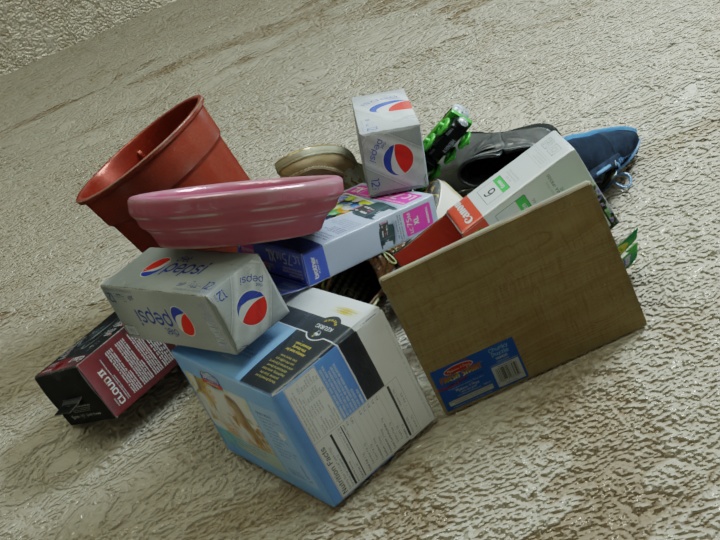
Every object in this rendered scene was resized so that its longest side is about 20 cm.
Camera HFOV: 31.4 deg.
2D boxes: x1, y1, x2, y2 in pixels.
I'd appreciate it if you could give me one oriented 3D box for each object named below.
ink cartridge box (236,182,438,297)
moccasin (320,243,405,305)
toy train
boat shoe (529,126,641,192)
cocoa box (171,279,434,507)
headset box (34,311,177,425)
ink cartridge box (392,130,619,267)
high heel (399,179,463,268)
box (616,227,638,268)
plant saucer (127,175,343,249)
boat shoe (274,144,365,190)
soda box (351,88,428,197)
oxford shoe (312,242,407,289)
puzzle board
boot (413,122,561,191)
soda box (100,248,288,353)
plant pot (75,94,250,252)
[{"bbox_3d":[-0.035,-0.033,1.261,0.199,0.042,0.119,-28,24,-31],"label":"ink cartridge box"},{"bbox_3d":[-0.001,-0.001,1.357,0.202,0.073,0.078,-54,-2,-33],"label":"moccasin"},{"bbox_3d":[0.066,-0.120,1.476,0.200,0.042,0.057,-46,19,42],"label":"toy train"},{"bbox_3d":[0.238,-0.111,1.370,0.084,0.069,0.199,-15,1,44],"label":"boat shoe"},{"bbox_3d":[-0.057,0.105,1.182,0.131,0.134,0.200,-39,27,-23],"label":"cocoa box"},{"bbox_3d":[-0.264,0.093,1.441,0.200,0.077,0.149,-44,14,-31],"label":"headset box"},{"bbox_3d":[0.143,-0.032,1.255,0.200,0.109,0.050,-37,35,3],"label":"ink cartridge box"},{"bbox_3d":[0.068,-0.027,1.417,0.143,0.071,0.200,-50,12,1],"label":"high heel"},{"bbox_3d":[0.162,0.006,1.190,0.199,0.049,0.117,-23,-18,4],"label":"box"},{"bbox_3d":[-0.113,-0.054,1.185,0.199,0.051,0.201,-5,6,1],"label":"plant saucer"},{"bbox_3d":[-0.026,-0.085,1.408,0.073,0.070,0.200,-23,-17,21],"label":"boat shoe"},{"bbox_3d":[0.029,-0.140,1.364,0.063,0.069,0.200,-10,18,0],"label":"soda box"},{"bbox_3d":[-0.012,-0.004,1.428,0.200,0.072,0.071,-40,26,-30],"label":"oxford shoe"},{"bbox_3d":[0.135,0.026,1.126,0.199,0.151,0.017,-25,25,5],"label":"puzzle board"},{"bbox_3d":[0.130,-0.123,1.477,0.199,0.070,0.132,-17,10,24],"label":"boot"},{"bbox_3d":[-0.156,0.025,1.182,0.068,0.064,0.199,-40,25,-30],"label":"soda box"},{"bbox_3d":[-0.210,-0.078,1.584,0.200,0.195,0.201,-35,19,14],"label":"plant pot"}]
